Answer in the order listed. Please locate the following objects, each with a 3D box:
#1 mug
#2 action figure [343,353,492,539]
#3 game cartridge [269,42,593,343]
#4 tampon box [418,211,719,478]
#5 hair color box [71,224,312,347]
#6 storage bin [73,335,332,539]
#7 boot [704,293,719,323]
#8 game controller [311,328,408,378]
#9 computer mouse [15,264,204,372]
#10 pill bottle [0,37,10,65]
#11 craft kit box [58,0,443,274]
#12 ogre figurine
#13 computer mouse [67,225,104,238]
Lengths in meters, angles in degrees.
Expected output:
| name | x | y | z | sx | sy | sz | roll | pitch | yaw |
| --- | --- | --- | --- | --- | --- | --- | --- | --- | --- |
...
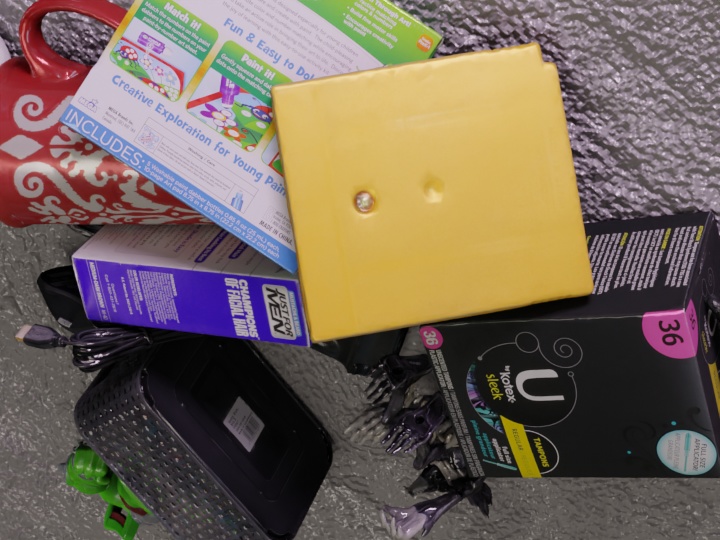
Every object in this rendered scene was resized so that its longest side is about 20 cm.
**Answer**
| name | x | y | z | sx | sy | sz | roll | pitch | yaw |
| --- | --- | --- | --- | --- | --- | --- | --- | --- | --- |
| mug | -0.179 | -0.106 | 1.174 | 0.198 | 0.135 | 0.178 | 4 | 148 | 17 |
| action figure | 0.044 | 0.146 | 1.256 | 0.101 | 0.119 | 0.201 | -28 | 147 | -3 |
| game cartridge | 0.048 | -0.054 | 1.062 | 0.197 | 0.032 | 0.179 | -9 | 89 | -5 |
| tampon box | 0.169 | 0.059 | 1.149 | 0.198 | 0.127 | 0.151 | -5 | 123 | 27 |
| hair color box | -0.108 | -0.003 | 1.202 | 0.198 | 0.109 | 0.065 | 4 | 122 | 25 |
| storage bin | -0.131 | 0.141 | 1.341 | 0.093 | 0.136 | 0.200 | -27 | 111 | 37 |
| boot | 0.309 | -0.006 | 1.046 | 0.162 | 0.074 | 0.199 | -31 | 116 | 17 |
| game controller | 0.000 | 0.000 | 1.248 | 0.104 | 0.042 | 0.201 | 33 | 133 | 17 |
| computer mouse | -0.227 | 0.045 | 1.273 | 0.199 | 0.139 | 0.047 | 19 | 115 | 46 |
| pill bottle | -0.379 | -0.128 | 1.262 | 0.199 | 0.117 | 0.117 | -30 | 110 | 38 |
| craft kit box | -0.076 | -0.134 | 1.092 | 0.199 | 0.049 | 0.199 | 33 | 92 | -3 |
| ogre figurine | -0.195 | 0.198 | 1.426 | 0.119 | 0.198 | 0.099 | -6 | 85 | 50 |
| computer mouse | -0.164 | -0.016 | 1.313 | 0.199 | 0.034 | 0.059 | 30 | 122 | 10 |
